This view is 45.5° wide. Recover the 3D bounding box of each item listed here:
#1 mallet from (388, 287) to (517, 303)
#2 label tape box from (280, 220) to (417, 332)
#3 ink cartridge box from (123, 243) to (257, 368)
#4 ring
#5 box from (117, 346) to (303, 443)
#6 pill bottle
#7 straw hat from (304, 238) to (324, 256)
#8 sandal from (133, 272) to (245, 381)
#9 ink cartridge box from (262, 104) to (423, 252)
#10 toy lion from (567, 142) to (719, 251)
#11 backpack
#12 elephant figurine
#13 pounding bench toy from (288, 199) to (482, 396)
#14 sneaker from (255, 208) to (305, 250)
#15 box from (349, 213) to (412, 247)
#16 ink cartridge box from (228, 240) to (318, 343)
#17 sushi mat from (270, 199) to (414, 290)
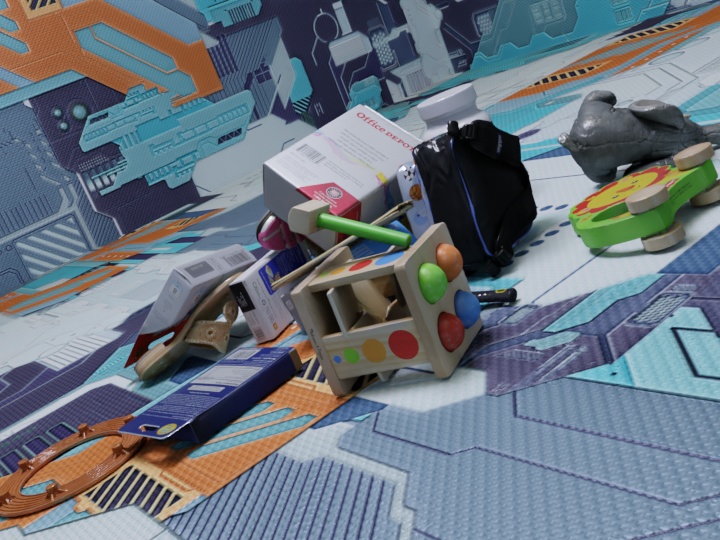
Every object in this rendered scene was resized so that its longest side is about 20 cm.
[{"bbox_3d":[0.088,0.040,1.021,0.199,0.041,0.066,-3,23,43],"label":"mallet"},{"bbox_3d":[0.000,0.000,1.118,0.144,0.064,0.200,-32,-1,-32],"label":"label tape box"},{"bbox_3d":[-0.252,0.063,1.275,0.201,0.047,0.160,-58,-14,27],"label":"ink cartridge box"},{"bbox_3d":[-0.349,0.226,1.032,0.199,0.019,0.201,-20,15,6],"label":"ring"},{"bbox_3d":[-0.177,0.151,1.015,0.200,0.033,0.121,-32,17,-38],"label":"box"},{"bbox_3d":[0.166,-0.185,1.363,0.115,0.201,0.116,-20,15,6],"label":"pill bottle"},{"bbox_3d":[0.005,-0.057,1.361,0.199,0.085,0.202,0,54,0],"label":"straw hat"},{"bbox_3d":[-0.222,0.100,1.227,0.211,0.070,0.078,-41,-16,-1],"label":"sandal"},{"bbox_3d":[-0.017,-0.131,1.214,0.145,0.083,0.200,36,54,25],"label":"ink cartridge box"},{"bbox_3d":[0.330,-0.080,1.048,0.200,0.069,0.191,-35,12,-38],"label":"toy lion"},{"bbox_3d":[0.152,-0.100,1.156,0.153,0.202,0.190,-8,7,41],"label":"backpack"},{"bbox_3d":[0.405,-0.188,1.201,0.199,0.142,0.156,8,59,34],"label":"elephant figurine"},{"bbox_3d":[0.025,0.005,0.901,0.155,0.201,0.124,-14,16,30],"label":"pounding bench toy"},{"bbox_3d":[-0.113,-0.102,1.297,0.087,0.074,0.200,9,45,26],"label":"sneaker"},{"bbox_3d":[0.041,-0.082,1.281,0.198,0.070,0.065,-3,49,-3],"label":"box"},{"bbox_3d":[-0.114,0.019,1.264,0.037,0.095,0.200,-18,15,31],"label":"ink cartridge box"},{"bbox_3d":[-0.021,-0.032,1.091,0.199,0.012,0.096,-31,-1,19],"label":"sushi mat"}]
